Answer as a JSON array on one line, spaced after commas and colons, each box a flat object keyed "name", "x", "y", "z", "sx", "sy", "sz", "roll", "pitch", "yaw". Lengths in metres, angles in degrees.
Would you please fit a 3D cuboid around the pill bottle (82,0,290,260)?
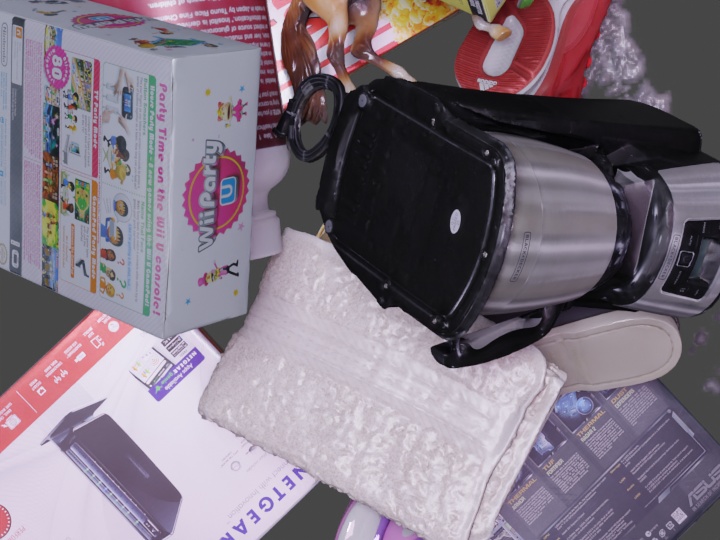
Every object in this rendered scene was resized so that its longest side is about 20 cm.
[{"name": "pill bottle", "x": -0.103, "y": -0.104, "z": 0.900, "sx": 0.112, "sy": 0.113, "sz": 0.201, "roll": -9, "pitch": 95, "yaw": -4}]

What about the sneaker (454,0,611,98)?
[{"name": "sneaker", "x": 0.125, "y": -0.151, "z": 0.992, "sx": 0.078, "sy": 0.116, "sz": 0.200, "roll": 21, "pitch": 62, "yaw": 28}]

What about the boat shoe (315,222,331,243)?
[{"name": "boat shoe", "x": 0.000, "y": 0.000, "z": 0.978, "sx": 0.073, "sy": 0.069, "sz": 0.201, "roll": 26, "pitch": 89, "yaw": -4}]

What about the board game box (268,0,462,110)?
[{"name": "board game box", "x": -0.038, "y": -0.194, "z": 0.982, "sx": 0.199, "sy": 0.046, "sz": 0.152, "roll": -31, "pitch": 93, "yaw": -3}]

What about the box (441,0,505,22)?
[{"name": "box", "x": 0.007, "y": -0.221, "z": 0.894, "sx": 0.199, "sy": 0.050, "sz": 0.075, "roll": 28, "pitch": 75, "yaw": 22}]

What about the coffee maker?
[{"name": "coffee maker", "x": 0.090, "y": -0.050, "z": 0.855, "sx": 0.199, "sy": 0.135, "sz": 0.193, "roll": 1, "pitch": 48, "yaw": -40}]

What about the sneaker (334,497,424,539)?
[{"name": "sneaker", "x": 0.013, "y": 0.231, "z": 0.953, "sx": 0.088, "sy": 0.081, "sz": 0.201, "roll": 16, "pitch": 111, "yaw": 4}]

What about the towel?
[{"name": "towel", "x": 0.011, "y": 0.071, "z": 0.907, "sx": 0.199, "sy": 0.034, "sz": 0.133, "roll": 25, "pitch": 83, "yaw": 16}]

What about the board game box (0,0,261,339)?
[{"name": "board game box", "x": -0.147, "y": -0.065, "z": 0.830, "sx": 0.064, "sy": 0.199, "sz": 0.148, "roll": -15, "pitch": 117, "yaw": -45}]

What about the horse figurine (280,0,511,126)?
[{"name": "horse figurine", "x": 0.024, "y": -0.175, "z": 0.928, "sx": 0.200, "sy": 0.050, "sz": 0.133, "roll": -34, "pitch": 67, "yaw": 5}]

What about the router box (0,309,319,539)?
[{"name": "router box", "x": -0.151, "y": 0.128, "z": 0.979, "sx": 0.200, "sy": 0.049, "sz": 0.180, "roll": -44, "pitch": 94, "yaw": -3}]

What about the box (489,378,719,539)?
[{"name": "box", "x": 0.124, "y": 0.141, "z": 0.998, "sx": 0.200, "sy": 0.051, "sz": 0.158, "roll": -45, "pitch": 92, "yaw": -2}]

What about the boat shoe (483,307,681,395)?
[{"name": "boat shoe", "x": 0.100, "y": 0.041, "z": 0.960, "sx": 0.199, "sy": 0.063, "sz": 0.073, "roll": -6, "pitch": 126, "yaw": 11}]
